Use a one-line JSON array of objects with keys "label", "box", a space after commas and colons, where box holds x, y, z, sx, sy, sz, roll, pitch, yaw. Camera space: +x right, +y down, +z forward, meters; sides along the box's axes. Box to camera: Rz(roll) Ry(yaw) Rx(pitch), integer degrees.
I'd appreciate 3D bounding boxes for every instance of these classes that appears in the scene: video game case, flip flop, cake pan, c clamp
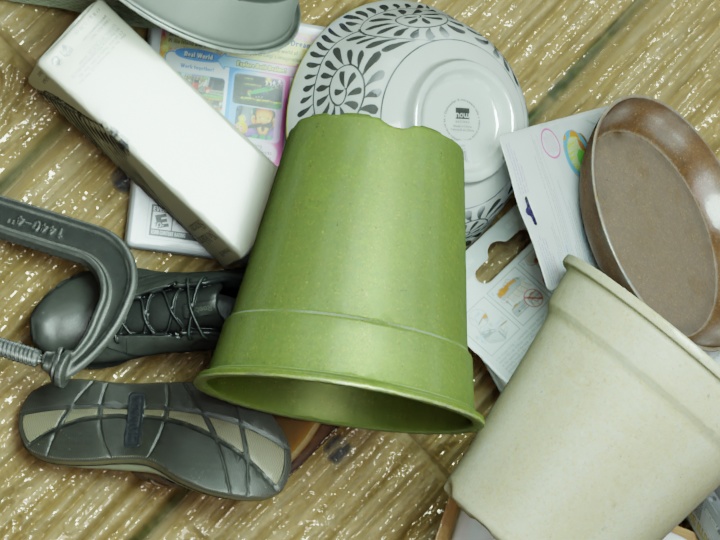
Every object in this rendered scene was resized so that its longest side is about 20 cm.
[{"label": "video game case", "box": [-0.067, -0.095, 1.767, 0.199, 0.024, 0.183, 8, 84, -14]}, {"label": "flip flop", "box": [-0.146, 0.123, 1.704, 0.198, 0.058, 0.082, 5, 67, 7]}, {"label": "cake pan", "box": [-0.121, -0.233, 1.685, 0.199, 0.201, 0.037, 29, 122, -12]}, {"label": "c clamp", "box": [-0.261, 0.028, 1.674, 0.199, 0.027, 0.172, 11, 68, 9]}]

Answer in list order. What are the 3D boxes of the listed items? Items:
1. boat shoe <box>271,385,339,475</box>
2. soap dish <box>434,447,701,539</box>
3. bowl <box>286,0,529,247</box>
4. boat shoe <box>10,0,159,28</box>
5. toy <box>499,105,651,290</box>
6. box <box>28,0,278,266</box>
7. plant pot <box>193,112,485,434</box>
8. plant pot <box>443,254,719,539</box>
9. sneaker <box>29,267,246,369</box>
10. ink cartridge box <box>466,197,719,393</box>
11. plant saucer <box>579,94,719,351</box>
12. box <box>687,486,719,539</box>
[{"label": "boat shoe", "box": [-0.026, 0.084, 1.740, 0.200, 0.070, 0.070, -52, 144, 1]}, {"label": "soap dish", "box": [0.137, 0.238, 1.768, 0.199, 0.081, 0.158, 21, 81, -13]}, {"label": "bowl", "box": [0.054, -0.105, 1.743, 0.199, 0.094, 0.202, 2, 86, -28]}, {"label": "boat shoe", "box": [-0.195, -0.219, 1.707, 0.199, 0.075, 0.063, 11, 75, -1]}, {"label": "toy", "box": [0.159, -0.055, 1.770, 0.199, 0.047, 0.116, -18, 89, -50]}, {"label": "box", "box": [-0.140, -0.096, 1.695, 0.200, 0.082, 0.068, 44, 77, -5]}, {"label": "plant pot", "box": [0.000, 0.000, 1.616, 0.199, 0.200, 0.191, 12, 79, -14]}, {"label": "plant pot", "box": [0.164, 0.123, 1.642, 0.200, 0.200, 0.184, 39, 89, -10]}, {"label": "sneaker", "box": [-0.137, 0.027, 1.704, 0.199, 0.091, 0.077, -8, 90, -15]}, {"label": "ink cartridge box", "box": [0.160, 0.049, 1.794, 0.200, 0.047, 0.160, 42, 63, 13]}, {"label": "plant saucer", "box": [0.223, -0.032, 1.763, 0.200, 0.034, 0.202, 26, 53, -40]}, {"label": "box", "box": [0.326, 0.168, 1.781, 0.157, 0.049, 0.200, -14, 45, -16]}]
